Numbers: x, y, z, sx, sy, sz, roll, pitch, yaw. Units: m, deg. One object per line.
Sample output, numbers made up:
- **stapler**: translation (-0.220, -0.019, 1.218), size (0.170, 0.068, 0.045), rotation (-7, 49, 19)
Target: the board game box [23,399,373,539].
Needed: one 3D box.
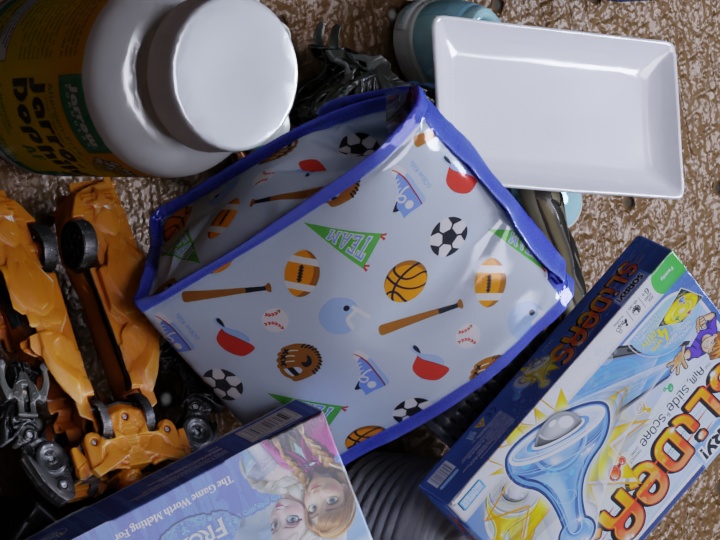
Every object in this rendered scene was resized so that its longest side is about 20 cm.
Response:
- **board game box**: translation (-0.078, 0.205, 1.343), size (0.200, 0.043, 0.199), rotation (-27, 108, -19)

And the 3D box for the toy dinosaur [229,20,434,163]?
- **toy dinosaur**: translation (-0.030, -0.077, 1.507), size (0.136, 0.102, 0.200), rotation (-51, 130, -2)

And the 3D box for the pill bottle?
- **pill bottle**: translation (-0.127, -0.107, 1.356), size (0.113, 0.200, 0.113), rotation (-2, 94, -39)

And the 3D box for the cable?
- **cable**: translation (0.038, 0.215, 1.546), size (0.200, 0.069, 0.200), rotation (57, 41, -45)

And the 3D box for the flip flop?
- **flip flop**: translation (0.122, 0.008, 1.633), size (0.081, 0.058, 0.200), rotation (-97, 171, -47)

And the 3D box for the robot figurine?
- **robot figurine**: translation (-0.160, 0.046, 1.381), size (0.145, 0.058, 0.200), rotation (-7, 71, -37)

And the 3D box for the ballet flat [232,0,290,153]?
- **ballet flat**: translation (-0.075, -0.159, 1.453), size (0.069, 0.069, 0.200), rotation (12, 63, -38)

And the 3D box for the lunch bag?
- **lunch bag**: translation (0.000, 0.000, 1.395), size (0.170, 0.200, 0.124), rotation (48, 23, -28)

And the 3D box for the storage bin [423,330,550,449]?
- **storage bin**: translation (0.101, 0.089, 1.533), size (0.094, 0.135, 0.200), rotation (-49, 125, 1)

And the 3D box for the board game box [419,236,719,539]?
- **board game box**: translation (0.144, 0.098, 1.442), size (0.200, 0.034, 0.135), rotation (-49, 125, -9)

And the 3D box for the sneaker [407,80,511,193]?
- **sneaker**: translation (0.052, -0.025, 1.584), size (0.083, 0.071, 0.200), rotation (-17, 106, -43)

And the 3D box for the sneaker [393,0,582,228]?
- **sneaker**: translation (0.100, -0.097, 1.612), size (0.200, 0.082, 0.074), rotation (49, 64, -29)

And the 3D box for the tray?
- **tray**: translation (0.125, -0.102, 1.561), size (0.200, 0.022, 0.107), rotation (3, 82, -34)

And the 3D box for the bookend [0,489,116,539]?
- **bookend**: translation (-0.150, 0.179, 1.420), size (0.199, 0.092, 0.200), rotation (47, 64, -30)
